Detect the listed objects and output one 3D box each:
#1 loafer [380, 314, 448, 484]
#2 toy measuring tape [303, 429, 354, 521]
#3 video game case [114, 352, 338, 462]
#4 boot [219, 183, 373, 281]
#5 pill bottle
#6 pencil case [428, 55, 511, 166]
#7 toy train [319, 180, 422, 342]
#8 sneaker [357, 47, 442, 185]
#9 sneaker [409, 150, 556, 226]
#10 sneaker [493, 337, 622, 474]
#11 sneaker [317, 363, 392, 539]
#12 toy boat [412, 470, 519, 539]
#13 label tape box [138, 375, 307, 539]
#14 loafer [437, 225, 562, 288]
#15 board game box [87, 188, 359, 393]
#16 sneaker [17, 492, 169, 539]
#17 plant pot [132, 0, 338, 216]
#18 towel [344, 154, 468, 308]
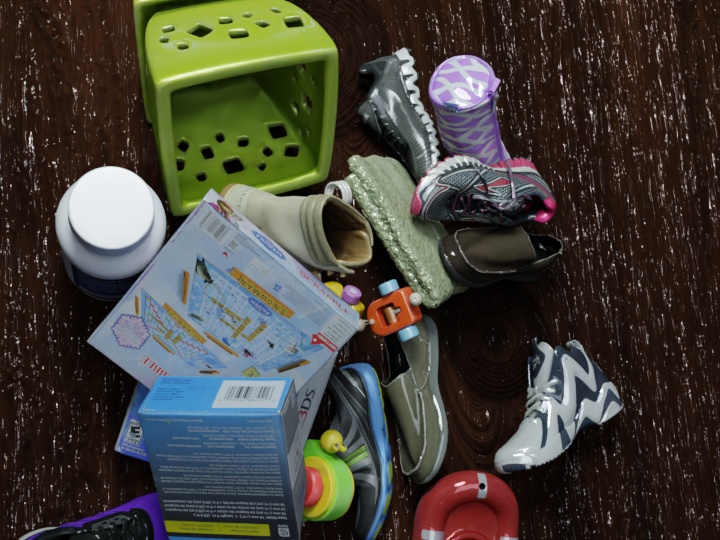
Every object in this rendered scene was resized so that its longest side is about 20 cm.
[{"bbox_3d":[0.054,0.149,1.042,0.069,0.075,0.203,8,66,-28],"label":"loafer"},{"bbox_3d":[-0.053,0.273,0.960,0.073,0.074,0.203,18,92,-11],"label":"toy measuring tape"},{"bbox_3d":[-0.146,0.139,0.973,0.198,0.045,0.184,19,93,-11],"label":"video game case"},{"bbox_3d":[-0.049,-0.011,0.942,0.073,0.154,0.201,-59,138,-31],"label":"boot"},{"bbox_3d":[-0.261,-0.039,0.927,0.109,0.200,0.113,3,77,-15],"label":"pill bottle"},{"bbox_3d":[0.140,-0.174,1.074,0.084,0.200,0.085,9,68,19],"label":"pencil case"},{"bbox_3d":[0.000,0.000,1.037,0.055,0.150,0.202,-16,76,-51],"label":"toy train"},{"bbox_3d":[0.043,-0.186,1.116,0.089,0.067,0.203,-11,70,-10],"label":"sneaker"},{"bbox_3d":[0.149,-0.089,1.050,0.198,0.081,0.075,-9,49,-27],"label":"sneaker"},{"bbox_3d":[0.222,0.155,1.089,0.197,0.079,0.131,-26,85,-20],"label":"sneaker"},{"bbox_3d":[-0.006,0.211,1.025,0.081,0.071,0.203,-8,82,5],"label":"sneaker"},{"bbox_3d":[0.129,0.330,0.996,0.129,0.131,0.203,8,76,-14],"label":"toy boat"},{"bbox_3d":[-0.131,0.207,0.892,0.142,0.064,0.203,0,117,8],"label":"label tape box"},{"bbox_3d":[0.175,-0.029,1.083,0.198,0.071,0.074,-4,62,-43],"label":"loafer"},{"bbox_3d":[-0.138,0.058,0.893,0.200,0.041,0.200,41,106,-12],"label":"board game box"},{"bbox_3d":[-0.260,0.284,0.909,0.198,0.099,0.071,-15,84,-18],"label":"sneaker"},{"bbox_3d":[-0.149,-0.207,0.990,0.197,0.201,0.183,-15,54,-18],"label":"plant pot"},{"bbox_3d":[0.061,-0.053,1.066,0.202,0.036,0.148,60,26,5],"label":"towel"}]
